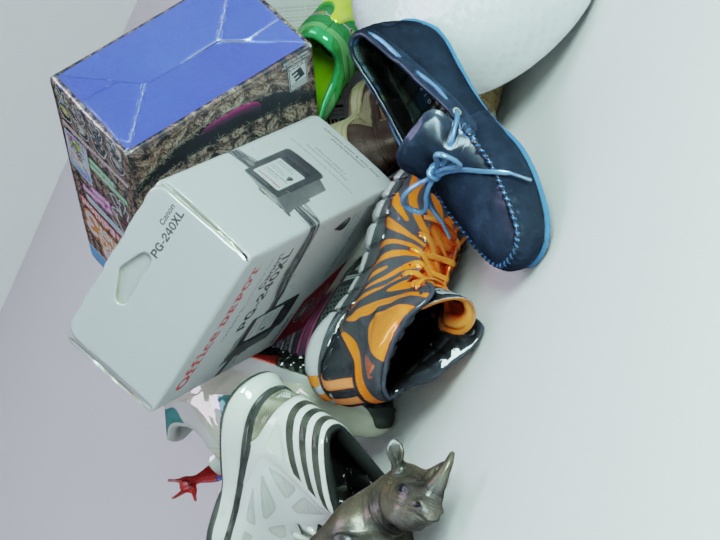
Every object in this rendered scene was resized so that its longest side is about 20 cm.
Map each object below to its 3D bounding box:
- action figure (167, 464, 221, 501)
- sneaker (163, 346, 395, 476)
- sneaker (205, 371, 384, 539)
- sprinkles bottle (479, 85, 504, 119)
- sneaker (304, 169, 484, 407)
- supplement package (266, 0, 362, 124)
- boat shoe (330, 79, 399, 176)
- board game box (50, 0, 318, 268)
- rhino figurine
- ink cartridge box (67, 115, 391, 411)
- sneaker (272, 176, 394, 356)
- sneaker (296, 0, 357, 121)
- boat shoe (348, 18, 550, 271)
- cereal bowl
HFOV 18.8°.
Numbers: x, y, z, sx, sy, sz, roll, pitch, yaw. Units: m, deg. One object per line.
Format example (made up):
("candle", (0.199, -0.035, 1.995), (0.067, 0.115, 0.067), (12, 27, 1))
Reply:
("action figure", (-0.104, 0.095, 1.639), (0.065, 0.099, 0.201), (-20, 83, 37))
("sneaker", (-0.061, 0.106, 1.543), (0.199, 0.070, 0.094), (15, 96, 35))
("sneaker", (-0.040, 0.176, 1.463), (0.115, 0.075, 0.202), (28, 131, 36))
("sprinkles bottle", (0.081, -0.172, 1.567), (0.068, 0.068, 0.201), (-37, 33, 60))
("sneaker", (0.049, 0.006, 1.442), (0.112, 0.077, 0.201), (-2, 58, 55))
("supplement package", (-0.061, -0.183, 1.796), (0.122, 0.119, 0.201), (-85, -11, -48))
("boat shoe", (0.030, -0.114, 1.640), (0.072, 0.073, 0.200), (-24, 9, 21))
("board game box", (-0.118, -0.084, 1.569), (0.159, 0.097, 0.201), (-33, -33, -20))
("rhino figurine", (0.003, 0.174, 1.356), (0.200, 0.060, 0.088), (-54, 18, 34))
("ink cartridge box", (-0.085, -0.007, 1.461), (0.146, 0.083, 0.200), (-56, -14, 31))
("sneaker", (0.000, 0.000, 1.594), (0.200, 0.075, 0.081), (-38, 13, 30))
("sneaker", (-0.056, -0.124, 1.700), (0.084, 0.074, 0.201), (-38, -23, -54))
("boat shoe", (0.048, -0.076, 1.396), (0.200, 0.068, 0.084), (56, 132, 33))
("cereal bowl", (0.070, -0.222, 1.499), (0.199, 0.083, 0.201), (-23, 48, 27))
